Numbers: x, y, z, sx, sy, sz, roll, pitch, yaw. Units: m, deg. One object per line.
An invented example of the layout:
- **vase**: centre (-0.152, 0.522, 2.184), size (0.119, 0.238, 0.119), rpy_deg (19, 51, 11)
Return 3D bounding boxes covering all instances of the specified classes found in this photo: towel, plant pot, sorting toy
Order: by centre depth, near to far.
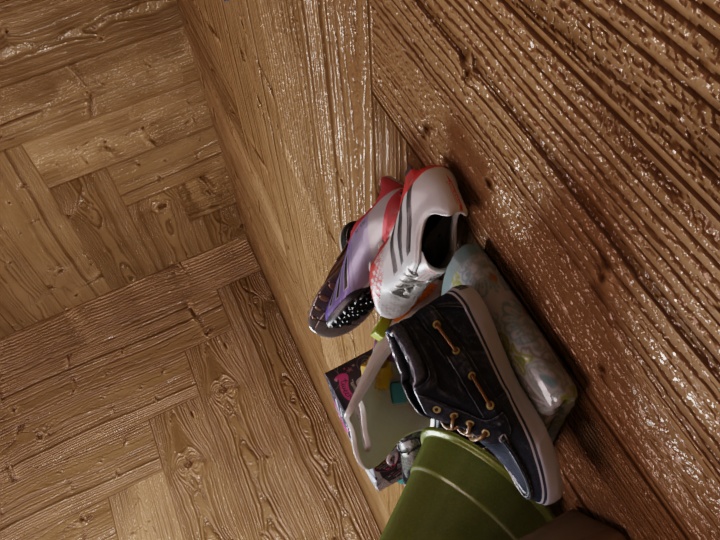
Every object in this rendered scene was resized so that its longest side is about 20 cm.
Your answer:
- **towel**: centre (0.138, 0.094, 0.665), size (0.173, 0.047, 0.202), rpy_deg (57, 164, 31)
- **plant pot**: centre (0.095, 0.319, 0.750), size (0.198, 0.191, 0.202), rpy_deg (34, 155, 18)
- **sorting toy**: centre (0.039, 0.135, 0.803), size (0.104, 0.181, 0.204), rpy_deg (15, 136, 28)

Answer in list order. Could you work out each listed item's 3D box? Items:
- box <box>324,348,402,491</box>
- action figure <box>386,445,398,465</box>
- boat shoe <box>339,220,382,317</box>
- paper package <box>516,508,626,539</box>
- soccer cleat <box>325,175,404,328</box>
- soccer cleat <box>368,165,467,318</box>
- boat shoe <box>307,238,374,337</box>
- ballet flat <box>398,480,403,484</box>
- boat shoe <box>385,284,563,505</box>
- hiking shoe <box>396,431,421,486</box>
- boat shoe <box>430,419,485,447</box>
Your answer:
- **box**: centre (0.034, 0.258, 1.197), size (0.201, 0.129, 0.116), rpy_deg (56, 165, 42)
- **action figure**: centre (0.127, 0.290, 1.000), size (0.133, 0.147, 0.205), rpy_deg (30, 125, 39)
- **boat shoe**: centre (0.035, 0.017, 0.914), size (0.204, 0.073, 0.066), rpy_deg (66, 166, 6)
- **paper package**: centre (0.173, 0.352, 0.602), size (0.104, 0.196, 0.195), rpy_deg (131, 116, -76)
- **soccer cleat**: centre (0.008, -0.016, 0.789), size (0.074, 0.067, 0.202), rpy_deg (49, 123, 23)
- **soccer cleat**: centre (0.058, -0.012, 0.688), size (0.086, 0.067, 0.203), rpy_deg (-118, 34, -41)
- **boat shoe**: centre (0.000, 0.000, 0.862), size (0.075, 0.201, 0.072), rpy_deg (33, -162, -14)
- **ballet flat**: centre (0.079, 0.345, 1.368), size (0.063, 0.065, 0.205), rpy_deg (-79, -19, -59)
- **boat shoe**: centre (0.096, 0.122, 0.585), size (0.204, 0.089, 0.071), rpy_deg (65, 166, 5)
- **hiking shoe**: centre (0.054, 0.201, 0.922), size (0.076, 0.098, 0.205), rpy_deg (-38, 46, 50)
- **boat shoe**: centre (0.128, 0.203, 0.835), size (0.061, 0.072, 0.203), rpy_deg (32, 149, 40)
